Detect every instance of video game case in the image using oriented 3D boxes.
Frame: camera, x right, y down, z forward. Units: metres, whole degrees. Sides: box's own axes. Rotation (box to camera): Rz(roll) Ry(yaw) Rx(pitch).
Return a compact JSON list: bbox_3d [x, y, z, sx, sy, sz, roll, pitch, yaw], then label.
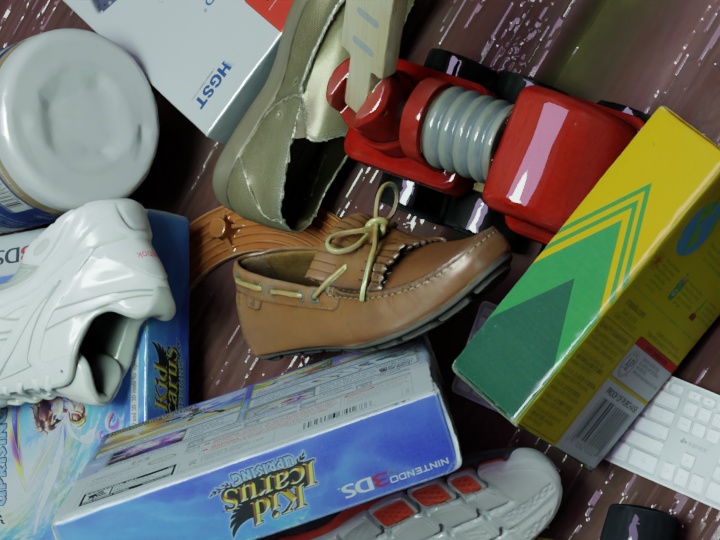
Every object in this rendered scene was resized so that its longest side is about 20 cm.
[{"bbox_3d":[-0.189,0.073,1.126,0.181,0.045,0.201,-9,77,35],"label":"video game case"},{"bbox_3d":[-0.050,0.096,0.945,0.199,0.181,0.046,-19,98,3],"label":"video game case"}]

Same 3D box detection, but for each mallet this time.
[{"bbox_3d":[0.079,0.160,0.982,0.199,0.041,0.066,-3,75,32],"label":"mallet"}]

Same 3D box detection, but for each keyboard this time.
[{"bbox_3d":[0.141,0.076,0.977,0.199,0.011,0.057,22,91,31],"label":"keyboard"}]

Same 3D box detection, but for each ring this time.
[{"bbox_3d":[-0.069,0.051,1.093,0.200,0.019,0.201,-6,77,28],"label":"ring"}]

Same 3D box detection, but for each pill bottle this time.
[{"bbox_3d":[-0.222,-0.081,1.127,0.200,0.111,0.112,-8,74,52],"label":"pill bottle"}]

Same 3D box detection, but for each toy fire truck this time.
[{"bbox_3d":[0.060,-0.089,0.946,0.176,0.200,0.129,22,91,31],"label":"toy fire truck"}]

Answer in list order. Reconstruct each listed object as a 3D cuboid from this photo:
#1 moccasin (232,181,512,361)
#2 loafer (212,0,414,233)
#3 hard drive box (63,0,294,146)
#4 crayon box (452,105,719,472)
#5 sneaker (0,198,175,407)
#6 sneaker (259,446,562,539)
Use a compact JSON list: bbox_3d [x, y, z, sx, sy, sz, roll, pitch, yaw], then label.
[{"bbox_3d":[0.001,-0.001,0.979,0.201,0.074,0.078,-8,107,54],"label":"moccasin"},{"bbox_3d":[-0.014,-0.106,1.053,0.067,0.076,0.201,43,117,30],"label":"loafer"},{"bbox_3d":[-0.091,-0.192,1.123,0.200,0.077,0.156,42,101,28],"label":"hard drive box"},{"bbox_3d":[0.146,0.001,0.917,0.051,0.127,0.200,41,94,31],"label":"crayon box"},{"bbox_3d":[-0.190,0.049,1.057,0.200,0.078,0.100,-41,65,23],"label":"sneaker"},{"bbox_3d":[0.013,0.127,0.977,0.199,0.077,0.082,-22,36,16],"label":"sneaker"}]
